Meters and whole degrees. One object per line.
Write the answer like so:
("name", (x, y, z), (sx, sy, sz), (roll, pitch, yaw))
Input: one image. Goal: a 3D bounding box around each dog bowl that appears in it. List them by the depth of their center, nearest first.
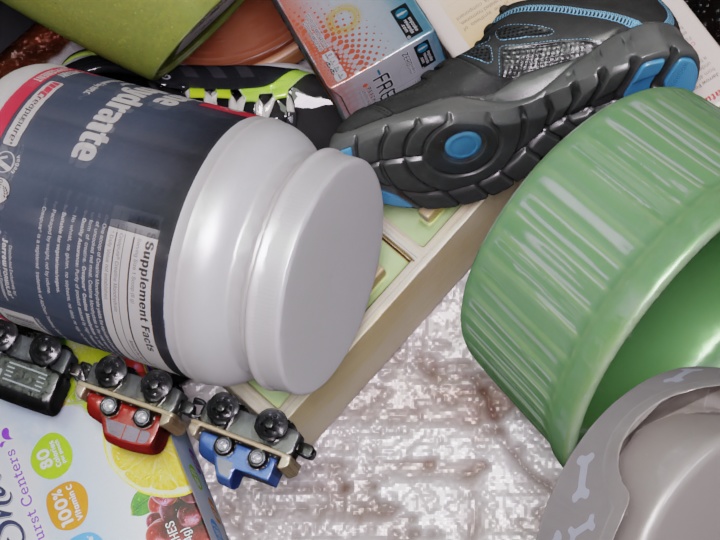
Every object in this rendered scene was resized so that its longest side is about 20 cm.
("dog bowl", (0.165, 0.138, 0.836), (0.059, 0.200, 0.200), (20, 73, 51))

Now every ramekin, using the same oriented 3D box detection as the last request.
("ramekin", (0.145, 0.004, 0.879), (0.200, 0.200, 0.098), (-44, 61, -6))

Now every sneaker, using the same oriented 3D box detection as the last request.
("sneaker", (0.076, -0.095, 0.921), (0.199, 0.073, 0.082), (-17, 52, 1))
("sneaker", (-0.095, -0.085, 0.997), (0.199, 0.083, 0.072), (6, 104, 8))

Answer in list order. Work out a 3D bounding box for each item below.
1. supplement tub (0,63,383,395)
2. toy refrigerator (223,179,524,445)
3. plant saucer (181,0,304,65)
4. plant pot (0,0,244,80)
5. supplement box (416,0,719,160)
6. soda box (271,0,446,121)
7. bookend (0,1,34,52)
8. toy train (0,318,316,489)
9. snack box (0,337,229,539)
("supplement tub", (-0.103, -0.021, 0.894), (0.199, 0.140, 0.141), (15, 75, 20))
("toy refrigerator", (0.000, 0.000, 0.972), (0.076, 0.070, 0.200), (40, 82, 21))
("plant saucer", (-0.089, -0.204, 1.080), (0.200, 0.032, 0.201), (-4, 70, 10))
("plant pot", (-0.150, -0.205, 0.927), (0.187, 0.187, 0.200), (-44, 93, -6))
("supplement box", (0.117, -0.130, 0.992), (0.126, 0.074, 0.200), (-31, 68, -1))
("soda box", (-0.021, -0.170, 0.988), (0.068, 0.064, 0.200), (-29, 59, 1))
("bookend", (-0.235, -0.247, 1.065), (0.199, 0.092, 0.200), (-39, 64, 7))
("toy train", (-0.119, 0.075, 0.919), (0.199, 0.034, 0.046), (17, 75, 14))
("snack box", (-0.165, 0.149, 0.953), (0.168, 0.068, 0.200), (-24, 67, 1))
